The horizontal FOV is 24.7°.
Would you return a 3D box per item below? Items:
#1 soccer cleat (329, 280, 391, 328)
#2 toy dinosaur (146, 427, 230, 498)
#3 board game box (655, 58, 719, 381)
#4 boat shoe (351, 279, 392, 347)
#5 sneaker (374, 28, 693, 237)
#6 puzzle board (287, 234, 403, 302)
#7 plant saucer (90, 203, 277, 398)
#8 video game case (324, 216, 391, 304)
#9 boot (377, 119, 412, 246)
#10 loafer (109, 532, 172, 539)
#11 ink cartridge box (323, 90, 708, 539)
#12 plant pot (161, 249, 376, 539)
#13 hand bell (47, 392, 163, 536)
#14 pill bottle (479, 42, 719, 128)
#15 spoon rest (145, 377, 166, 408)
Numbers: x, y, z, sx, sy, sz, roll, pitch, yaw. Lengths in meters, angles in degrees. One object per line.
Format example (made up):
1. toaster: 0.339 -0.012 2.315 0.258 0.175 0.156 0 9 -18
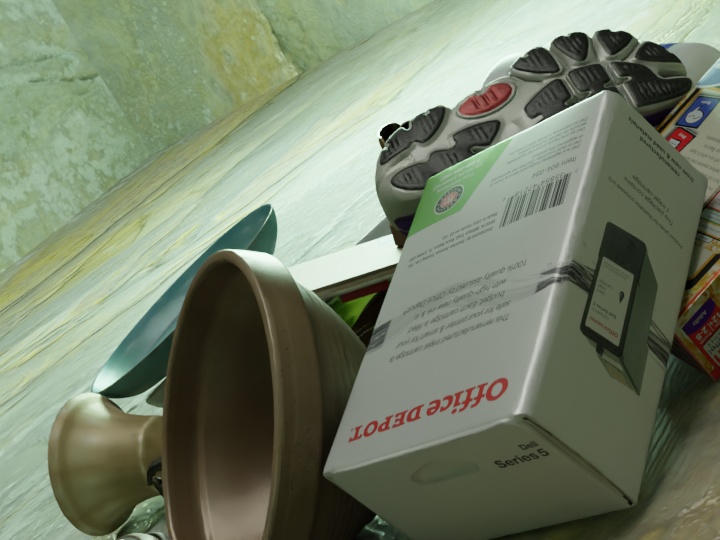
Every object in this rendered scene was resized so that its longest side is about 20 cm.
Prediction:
1. soccer cleat: 0.040 0.016 1.190 0.199 0.068 0.081 -26 12 43
2. toy dinosaur: -0.068 0.126 1.063 0.102 0.078 0.200 -17 -15 -42
3. board game box: 0.207 -0.049 0.890 0.200 0.046 0.151 -46 25 -2
4. boat shoe: 0.059 0.038 1.032 0.199 0.076 0.074 -22 19 44
5. sneaker: 0.104 -0.076 0.989 0.198 0.084 0.081 -23 49 3
6. puzzle board: 0.000 0.000 1.069 0.198 0.018 0.151 -17 7 1
7. plant saucer: -0.130 0.029 1.270 0.200 0.027 0.200 -44 12 12
8. video game case: -0.044 0.036 1.285 0.143 0.018 0.200 -42 -4 -37
9. boot: 0.053 -0.074 1.130 0.073 0.076 0.200 -18 6 13
10. loafer: -0.133 0.184 0.918 0.200 0.062 0.073 8 82 68
11. ink cartridge box: 0.080 0.028 0.831 0.145 0.084 0.201 -24 37 46
12. plant pot: -0.040 0.091 0.919 0.092 0.203 0.200 2 -2 -23
13. hand bell: -0.110 0.126 1.157 0.198 0.105 0.104 -11 21 28
14. pill bottle: 0.181 -0.089 1.062 0.199 0.113 0.112 3 33 40
15. spoon rest: -0.111 0.050 1.309 0.099 0.061 0.200 -46 -4 29
